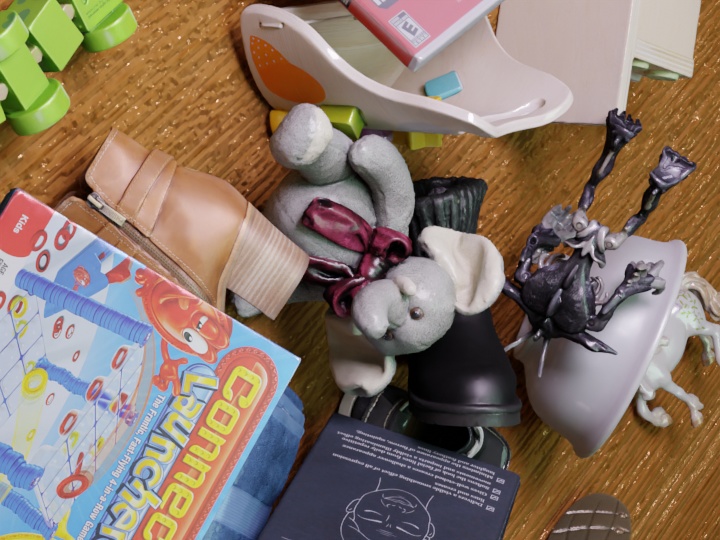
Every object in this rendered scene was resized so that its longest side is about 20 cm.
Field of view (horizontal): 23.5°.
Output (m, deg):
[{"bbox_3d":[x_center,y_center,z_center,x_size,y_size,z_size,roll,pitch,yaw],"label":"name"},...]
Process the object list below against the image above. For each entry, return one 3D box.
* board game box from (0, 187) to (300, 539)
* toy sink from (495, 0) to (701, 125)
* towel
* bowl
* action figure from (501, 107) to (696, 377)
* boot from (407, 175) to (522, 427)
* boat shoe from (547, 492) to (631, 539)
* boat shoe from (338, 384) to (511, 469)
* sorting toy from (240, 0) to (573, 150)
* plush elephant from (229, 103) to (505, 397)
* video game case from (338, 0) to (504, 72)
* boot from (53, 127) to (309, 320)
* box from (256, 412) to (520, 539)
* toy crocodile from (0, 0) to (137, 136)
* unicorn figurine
[{"bbox_3d":[-0.168,0.087,1.007,0.195,0.056,0.201,31,81,-14],"label":"board game box"},{"bbox_3d":[0.198,-0.212,1.412,0.112,0.130,0.202,9,89,-49],"label":"toy sink"},{"bbox_3d":[-0.090,0.167,1.128,0.112,0.048,0.201,60,49,-70],"label":"towel"},{"bbox_3d":[0.187,0.047,1.442,0.201,0.090,0.202,-90,-154,-87],"label":"bowl"},{"bbox_3d":[0.181,-0.015,1.330,0.201,0.119,0.102,-61,161,20],"label":"action figure"},{"bbox_3d":[0.069,0.019,1.280,0.079,0.211,0.159,-2,105,-8],"label":"boot"},{"bbox_3d":[0.185,0.292,1.538,0.068,0.072,0.201,95,17,-59],"label":"boat shoe"},{"bbox_3d":[0.065,0.138,1.366,0.200,0.067,0.072,27,75,-49],"label":"boat shoe"},{"bbox_3d":[0.045,-0.128,1.204,0.199,0.179,0.108,-17,118,-47],"label":"sorting toy"},{"bbox_3d":[0.000,0.000,1.185,0.165,0.155,0.200,-48,159,19],"label":"plush elephant"},{"bbox_3d":[0.009,-0.238,1.176,0.200,0.017,0.143,44,53,7],"label":"video game case"},{"bbox_3d":[-0.144,0.025,1.083,0.154,0.074,0.201,34,81,-14],"label":"boot"},{"bbox_3d":[0.013,0.205,1.184,0.200,0.147,0.108,-54,160,-64],"label":"box"},{"bbox_3d":[-0.191,-0.144,1.038,0.200,0.061,0.068,-56,133,-33],"label":"toy crocodile"},{"bbox_3d":[0.284,0.083,1.614,0.138,0.073,0.201,50,45,-30],"label":"unicorn figurine"}]
